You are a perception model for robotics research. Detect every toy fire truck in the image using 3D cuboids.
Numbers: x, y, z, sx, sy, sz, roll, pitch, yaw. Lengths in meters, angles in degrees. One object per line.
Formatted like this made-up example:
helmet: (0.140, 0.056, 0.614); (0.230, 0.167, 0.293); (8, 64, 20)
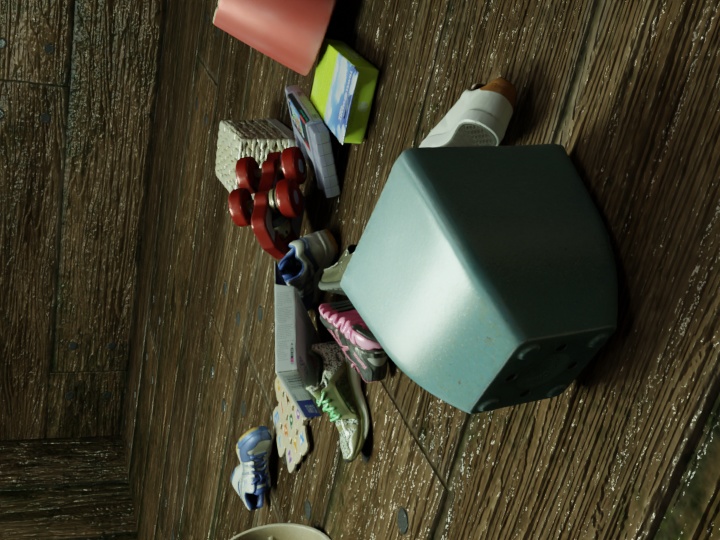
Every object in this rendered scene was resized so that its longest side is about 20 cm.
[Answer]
toy fire truck: (-0.141, -0.107, 1.510); (0.168, 0.112, 0.200); (65, -159, -43)

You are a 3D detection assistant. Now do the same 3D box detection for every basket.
basket: (-0.206, -0.221, 1.716); (0.200, 0.123, 0.136); (-136, 51, -60)

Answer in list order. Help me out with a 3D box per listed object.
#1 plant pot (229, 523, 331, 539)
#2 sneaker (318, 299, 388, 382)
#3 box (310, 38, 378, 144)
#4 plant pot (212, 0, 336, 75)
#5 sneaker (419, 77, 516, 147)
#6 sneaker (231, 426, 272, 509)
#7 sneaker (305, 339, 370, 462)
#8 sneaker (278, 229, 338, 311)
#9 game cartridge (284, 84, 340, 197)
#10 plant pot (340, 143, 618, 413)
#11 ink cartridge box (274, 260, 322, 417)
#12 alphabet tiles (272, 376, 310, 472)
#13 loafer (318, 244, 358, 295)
plant pot: (-0.135, 0.553, 1.438); (0.200, 0.200, 0.184); (-149, 51, -64)
sneaker: (-0.009, 0.105, 1.301); (0.200, 0.079, 0.095); (-140, 43, -63)
box: (-0.027, -0.287, 1.389); (0.200, 0.048, 0.122); (-123, 41, -56)
plant pot: (-0.141, -0.448, 1.445); (0.200, 0.177, 0.201); (-163, 90, -79)
sneaker: (0.130, -0.163, 1.010); (0.085, 0.073, 0.200); (-61, 11, -15)
sneaker: (-0.203, 0.396, 1.732); (0.088, 0.075, 0.200); (54, 145, 39)
sneaker: (-0.043, 0.197, 1.340); (0.077, 0.089, 0.200); (134, 133, -58)
sneaker: (-0.110, 0.005, 1.503); (0.075, 0.088, 0.200); (56, 143, 30)
game cartridge: (-0.086, -0.226, 1.491); (0.200, 0.038, 0.130); (-120, 11, -52)
plant pot: (0.129, 0.018, 0.831); (0.200, 0.196, 0.196); (62, 145, 33)
ink cartridge box: (-0.099, 0.114, 1.421); (0.196, 0.043, 0.200); (71, -166, -59)
alphabet tiles: (-0.127, 0.268, 1.630); (0.200, 0.015, 0.196); (120, 144, -49)
loafer: (0.000, 0.000, 1.292); (0.200, 0.075, 0.070); (-11, 66, 62)
